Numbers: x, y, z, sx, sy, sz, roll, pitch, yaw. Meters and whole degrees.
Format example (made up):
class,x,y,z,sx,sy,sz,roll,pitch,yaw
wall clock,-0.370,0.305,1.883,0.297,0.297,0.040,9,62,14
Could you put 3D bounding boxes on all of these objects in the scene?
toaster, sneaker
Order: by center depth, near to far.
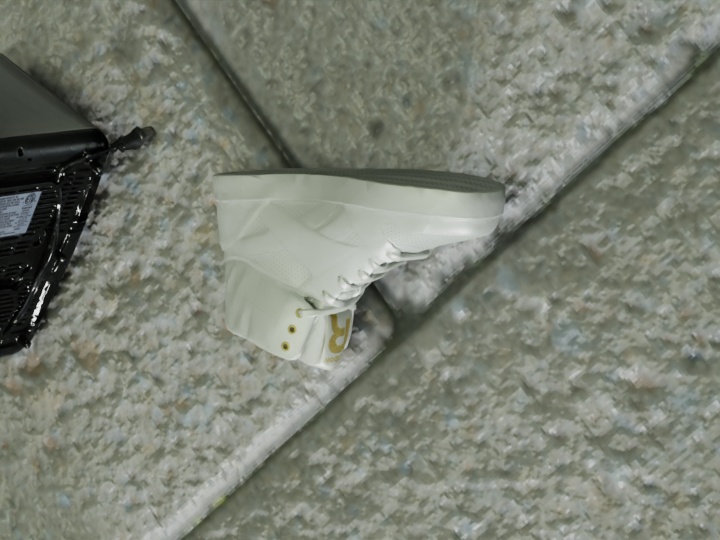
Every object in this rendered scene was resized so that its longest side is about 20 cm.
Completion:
class,x,y,z,sx,sy,sz,roll,pitch,yaw
sneaker,0.000,0.000,1.101,0.200,0.074,0.116,3,96,40
toaster,-0.261,-0.034,1.190,0.119,0.200,0.181,41,120,25
